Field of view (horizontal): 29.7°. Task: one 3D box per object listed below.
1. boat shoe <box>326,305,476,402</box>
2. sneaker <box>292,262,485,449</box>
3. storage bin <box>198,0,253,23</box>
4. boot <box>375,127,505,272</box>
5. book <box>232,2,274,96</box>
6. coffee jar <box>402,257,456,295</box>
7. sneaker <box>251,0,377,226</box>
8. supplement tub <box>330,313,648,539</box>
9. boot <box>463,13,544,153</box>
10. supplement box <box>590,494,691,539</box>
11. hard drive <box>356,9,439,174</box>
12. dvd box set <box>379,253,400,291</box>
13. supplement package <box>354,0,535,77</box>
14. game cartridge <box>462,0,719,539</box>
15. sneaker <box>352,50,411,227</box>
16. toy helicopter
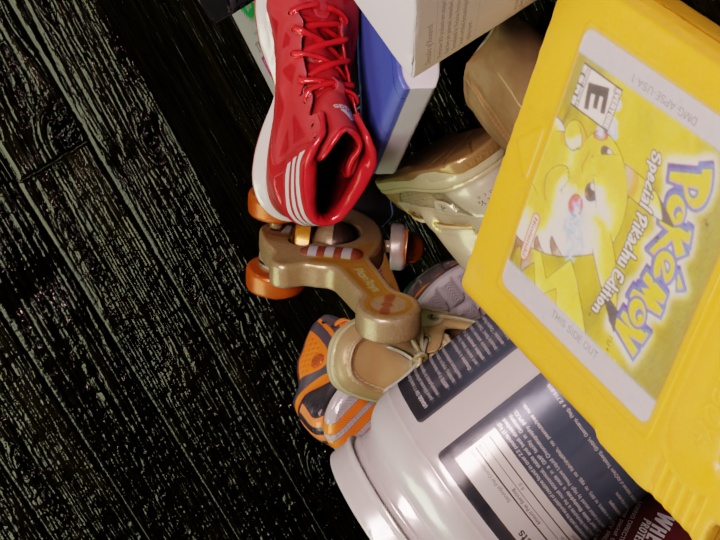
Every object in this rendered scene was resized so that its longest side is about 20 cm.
[{"bbox_3d":[0.074,0.065,0.981,0.063,0.197,0.075,-167,79,-69],"label":"boat shoe"},{"bbox_3d":[0.022,0.047,1.061,0.112,0.199,0.078,27,153,56],"label":"sneaker"},{"bbox_3d":[-0.118,-0.304,1.038,0.202,0.093,0.135,60,171,-12],"label":"storage bin"},{"bbox_3d":[0.087,-0.018,0.949,0.157,0.072,0.200,59,168,-9],"label":"boot"},{"bbox_3d":[-0.049,-0.178,1.250,0.202,0.048,0.133,61,167,-5],"label":"book"},{"bbox_3d":[0.094,0.083,1.179,0.105,0.085,0.201,53,170,31],"label":"coffee jar"},{"bbox_3d":[-0.016,-0.125,0.856,0.115,0.077,0.203,-156,64,-63],"label":"sneaker"},{"bbox_3d":[0.095,0.097,0.797,0.141,0.199,0.140,52,-177,-4],"label":"supplement tub"},{"bbox_3d":[0.121,-0.049,0.675,0.201,0.066,0.176,57,170,20],"label":"boot"},{"bbox_3d":[0.140,0.245,0.903,0.198,0.198,0.134,15,147,31],"label":"supplement box"},{"bbox_3d":[0.019,-0.148,0.838,0.200,0.025,0.134,119,149,-80],"label":"hard drive"},{"bbox_3d":[0.046,0.078,1.441,0.147,0.029,0.202,71,179,-52],"label":"dvd box set"},{"bbox_3d":[0.023,-0.206,0.541,0.157,0.110,0.200,55,170,15],"label":"supplement package"},{"bbox_3d":[0.126,-0.012,0.571,0.200,0.032,0.178,51,132,47],"label":"game cartridge"},{"bbox_3d":[0.000,-0.130,1.079,0.070,0.077,0.203,-134,37,-62],"label":"sneaker"},{"bbox_3d":[0.000,0.000,0.987,0.200,0.130,0.080,-131,40,-56],"label":"toy helicopter"}]
